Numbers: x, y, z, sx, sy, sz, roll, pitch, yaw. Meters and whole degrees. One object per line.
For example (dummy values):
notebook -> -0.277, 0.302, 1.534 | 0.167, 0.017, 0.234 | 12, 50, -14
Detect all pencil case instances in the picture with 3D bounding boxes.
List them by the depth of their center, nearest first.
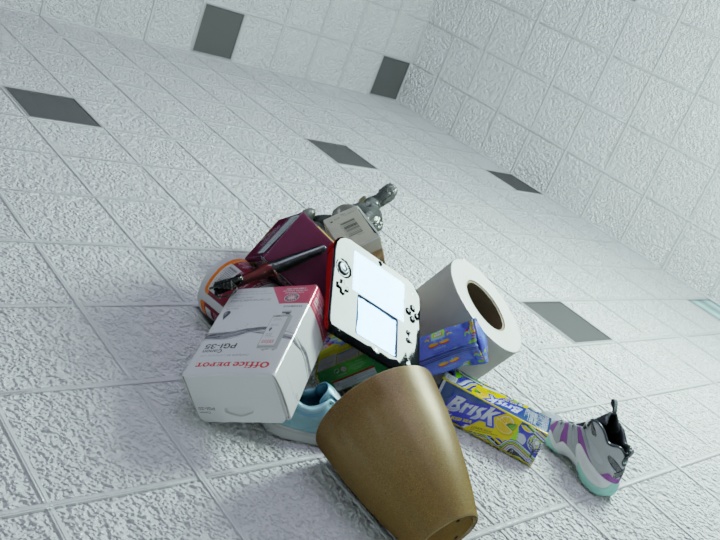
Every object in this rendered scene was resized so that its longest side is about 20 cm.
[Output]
pencil case -> 0.116, 0.145, 1.396 | 0.197, 0.079, 0.087 | -20, 9, 7

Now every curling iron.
curling iron -> -0.136, 0.001, 1.273 | 0.198, 0.026, 0.049 | -21, 14, -29

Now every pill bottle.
pill bottle -> -0.164, 0.072, 1.375 | 0.199, 0.116, 0.113 | 35, 24, 28

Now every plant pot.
plant pot -> 0.063, 0.262, 1.102 | 0.184, 0.187, 0.201 | 4, 41, -41

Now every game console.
game console -> 0.022, 0.057, 1.297 | 0.199, 0.031, 0.179 | 33, 40, -33

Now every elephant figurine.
elephant figurine -> -0.017, -0.078, 1.599 | 0.197, 0.158, 0.141 | -15, -8, 9

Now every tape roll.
tape roll -> 0.180, 0.101, 1.540 | 0.202, 0.139, 0.204 | 39, 27, -24

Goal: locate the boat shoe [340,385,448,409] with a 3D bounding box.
boat shoe -> 0.058, 0.205, 1.332 | 0.198, 0.073, 0.075 | 23, 18, 24

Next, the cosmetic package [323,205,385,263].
cosmetic package -> 0.000, 0.000, 1.491 | 0.070, 0.202, 0.106 | -23, 45, -12

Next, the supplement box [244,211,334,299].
supplement box -> -0.106, -0.014, 1.413 | 0.131, 0.103, 0.200 | 44, -11, -13

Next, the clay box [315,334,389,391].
clay box -> -0.009, 0.128, 1.393 | 0.200, 0.113, 0.048 | -80, 146, -73

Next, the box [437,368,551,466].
box -> 0.219, 0.244, 1.428 | 0.198, 0.071, 0.064 | 28, 20, 10

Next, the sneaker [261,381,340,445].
sneaker -> -0.041, 0.208, 1.221 | 0.197, 0.083, 0.074 | 12, 24, -27

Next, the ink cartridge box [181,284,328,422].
ink cartridge box -> -0.141, 0.114, 1.188 | 0.144, 0.084, 0.201 | -3, 34, 19

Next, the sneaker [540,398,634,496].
sneaker -> 0.396, 0.272, 1.449 | 0.077, 0.142, 0.200 | 6, 27, -37
